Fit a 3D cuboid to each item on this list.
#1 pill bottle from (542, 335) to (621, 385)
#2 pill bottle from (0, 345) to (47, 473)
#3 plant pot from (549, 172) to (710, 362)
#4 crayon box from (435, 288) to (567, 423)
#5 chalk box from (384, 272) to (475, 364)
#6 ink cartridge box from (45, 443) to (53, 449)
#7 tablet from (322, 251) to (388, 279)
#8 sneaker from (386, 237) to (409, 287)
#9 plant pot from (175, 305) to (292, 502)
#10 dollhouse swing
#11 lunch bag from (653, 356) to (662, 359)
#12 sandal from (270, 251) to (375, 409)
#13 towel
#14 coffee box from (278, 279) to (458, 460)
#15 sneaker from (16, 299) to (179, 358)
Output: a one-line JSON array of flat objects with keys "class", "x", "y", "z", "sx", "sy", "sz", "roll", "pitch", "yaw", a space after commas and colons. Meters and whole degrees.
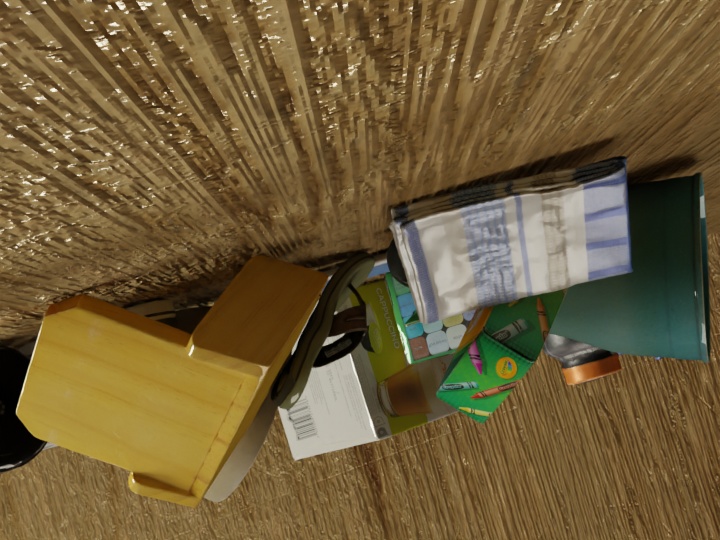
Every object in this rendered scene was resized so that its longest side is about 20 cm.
[{"class": "pill bottle", "x": 0.262, "y": 0.037, "z": 1.434, "sx": 0.105, "sy": 0.203, "sz": 0.106, "roll": -16, "pitch": 175, "yaw": -2}, {"class": "pill bottle", "x": -0.368, "y": 0.143, "z": 1.090, "sx": 0.111, "sy": 0.113, "sz": 0.199, "roll": -12, "pitch": 173, "yaw": -35}, {"class": "plant pot", "x": 0.281, "y": 0.001, "z": 1.261, "sx": 0.185, "sy": 0.203, "sz": 0.200, "roll": -3, "pitch": 179, "yaw": 18}, {"class": "crayon box", "x": 0.151, "y": 0.034, "z": 1.112, "sx": 0.201, "sy": 0.058, "sz": 0.119, "roll": -58, "pitch": 178, "yaw": -40}, {"class": "chalk box", "x": 0.117, "y": 0.041, "z": 1.470, "sx": 0.124, "sy": 0.126, "sz": 0.199, "roll": -18, "pitch": 173, "yaw": 26}, {"class": "ink cartridge box", "x": -0.448, "y": 0.213, "z": 1.687, "sx": 0.198, "sy": 0.085, "sz": 0.145, "roll": -13, "pitch": 173, "yaw": -34}, {"class": "tablet", "x": 0.000, "y": 0.000, "z": 1.277, "sx": 0.197, "sy": 0.014, "sz": 0.130, "roll": -16, "pitch": 175, "yaw": 7}, {"class": "sneaker", "x": 0.122, "y": -0.028, "z": 1.050, "sx": 0.198, "sy": 0.075, "sz": 0.087, "roll": -19, "pitch": 175, "yaw": 20}, {"class": "plant pot", "x": -0.173, "y": 0.117, "z": 1.188, "sx": 0.133, "sy": 0.203, "sz": 0.200, "roll": 25, "pitch": 158, "yaw": -18}, {"class": "dollhouse swing", "x": -0.163, "y": 0.071, "z": 0.988, "sx": 0.201, "sy": 0.174, "sz": 0.182, "roll": -62, "pitch": 177, "yaw": 40}, {"class": "lunch bag", "x": 0.354, "y": 0.014, "z": 1.476, "sx": 0.093, "sy": 0.203, "sz": 0.150, "roll": -12, "pitch": 173, "yaw": -35}, {"class": "sandal", "x": -0.028, "y": 0.064, "z": 1.128, "sx": 0.202, "sy": 0.057, "sz": 0.080, "roll": -63, "pitch": -179, "yaw": -42}, {"class": "towel", "x": 0.130, "y": -0.021, "z": 0.966, "sx": 0.197, "sy": 0.024, "sz": 0.148, "roll": -13, "pitch": 138, "yaw": 4}, {"class": "coffee box", "x": 0.007, "y": 0.131, "z": 1.612, "sx": 0.196, "sy": 0.202, "sz": 0.199, "roll": -13, "pitch": 173, "yaw": -40}, {"class": "sneaker", "x": -0.253, "y": 0.090, "z": 1.097, "sx": 0.198, "sy": 0.081, "sz": 0.078, "roll": -18, "pitch": 175, "yaw": 31}]
